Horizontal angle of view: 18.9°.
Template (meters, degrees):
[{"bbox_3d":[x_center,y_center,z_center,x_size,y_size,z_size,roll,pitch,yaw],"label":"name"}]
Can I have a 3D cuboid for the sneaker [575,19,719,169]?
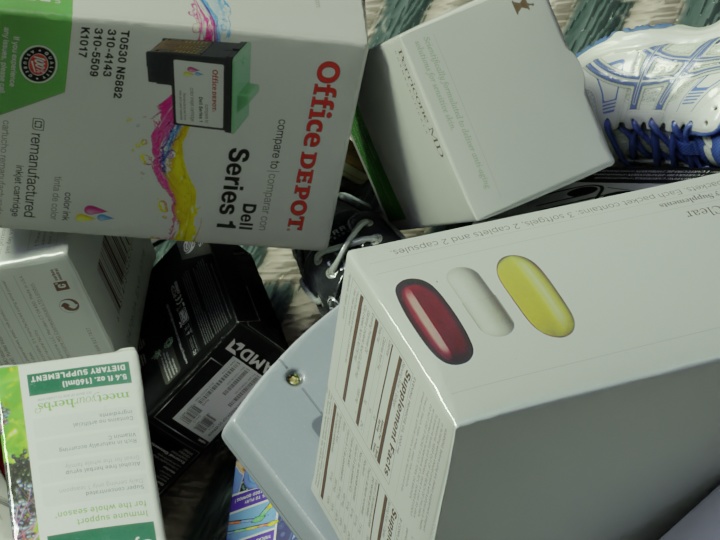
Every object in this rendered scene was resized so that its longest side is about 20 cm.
[{"bbox_3d":[0.178,-0.087,1.165,0.200,0.075,0.088,-21,41,28],"label":"sneaker"}]

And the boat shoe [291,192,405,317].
[{"bbox_3d":[0.000,0.000,1.209,0.072,0.068,0.200,-32,21,1],"label":"boat shoe"}]

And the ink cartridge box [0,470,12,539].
[{"bbox_3d":[-0.266,0.182,1.257,0.147,0.083,0.200,-61,27,7],"label":"ink cartridge box"}]

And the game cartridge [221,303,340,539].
[{"bbox_3d":[0.037,0.066,1.062,0.200,0.042,0.133,-32,73,-27],"label":"game cartridge"}]

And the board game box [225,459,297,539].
[{"bbox_3d":[0.018,0.096,1.175,0.200,0.034,0.135,-21,44,29],"label":"board game box"}]

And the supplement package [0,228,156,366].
[{"bbox_3d":[-0.236,0.006,1.259,0.200,0.117,0.117,-8,44,13],"label":"supplement package"}]

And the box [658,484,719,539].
[{"bbox_3d":[0.188,0.193,0.886,0.124,0.097,0.200,-42,38,3],"label":"box"}]

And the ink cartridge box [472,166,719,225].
[{"bbox_3d":[0.164,-0.019,1.109,0.200,0.044,0.094,3,23,43],"label":"ink cartridge box"}]

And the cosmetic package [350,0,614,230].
[{"bbox_3d":[0.054,-0.085,1.172,0.085,0.108,0.200,-23,3,-10],"label":"cosmetic package"}]

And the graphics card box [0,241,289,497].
[{"bbox_3d":[-0.133,0.077,1.287,0.200,0.051,0.125,-47,31,13],"label":"graphics card box"}]

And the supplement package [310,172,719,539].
[{"bbox_3d":[0.097,0.062,0.957,0.200,0.156,0.111,-13,47,-22],"label":"supplement package"}]

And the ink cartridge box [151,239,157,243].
[{"bbox_3d":[-0.212,-0.116,1.441,0.086,0.200,0.148,-26,42,21],"label":"ink cartridge box"}]

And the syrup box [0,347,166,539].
[{"bbox_3d":[-0.141,0.149,1.135,0.079,0.081,0.200,-8,58,-8],"label":"syrup box"}]

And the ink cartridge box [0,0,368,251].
[{"bbox_3d":[-0.104,-0.095,1.152,0.200,0.145,0.084,4,40,-10],"label":"ink cartridge box"}]

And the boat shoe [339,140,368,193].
[{"bbox_3d":[-0.052,-0.075,1.372,0.065,0.073,0.200,-55,26,3],"label":"boat shoe"}]
